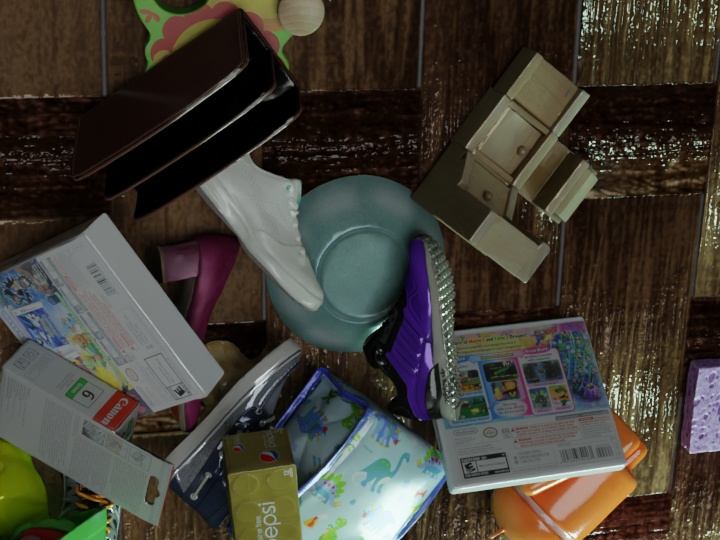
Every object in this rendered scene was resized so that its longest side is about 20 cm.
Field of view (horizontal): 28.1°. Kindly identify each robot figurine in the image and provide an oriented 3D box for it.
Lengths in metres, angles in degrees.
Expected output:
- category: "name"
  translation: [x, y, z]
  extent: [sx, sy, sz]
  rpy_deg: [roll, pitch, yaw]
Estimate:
- category: "robot figurine"
  translation: [0.231, 0.245, 1.638]
  extent: [0.200, 0.144, 0.117]
  rpy_deg: [-45, 97, 2]

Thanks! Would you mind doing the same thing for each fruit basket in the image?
- category: "fruit basket"
  translation: [-0.363, 0.267, 1.445]
  extent: [0.215, 0.155, 0.216]
  rpy_deg: [2, 98, 14]

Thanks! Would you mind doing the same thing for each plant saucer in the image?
- category: "plant saucer"
  translation: [0.000, 0.000, 1.536]
  extent: [0.200, 0.039, 0.202]
  rpy_deg: [-5, 109, -13]

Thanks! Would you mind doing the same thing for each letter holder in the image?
- category: "letter holder"
  translation: [-0.162, -0.132, 1.357]
  extent: [0.200, 0.142, 0.101]
  rpy_deg: [-32, 118, 12]

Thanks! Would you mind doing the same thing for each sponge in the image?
- category: "sponge"
  translation: [0.483, 0.157, 1.725]
  extent: [0.199, 0.030, 0.112]
  rpy_deg: [-2, 108, -14]

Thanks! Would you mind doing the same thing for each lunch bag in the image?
- category: "lunch bag"
  translation: [-0.029, 0.232, 1.541]
  extent: [0.170, 0.127, 0.200]
  rpy_deg: [37, 87, -40]

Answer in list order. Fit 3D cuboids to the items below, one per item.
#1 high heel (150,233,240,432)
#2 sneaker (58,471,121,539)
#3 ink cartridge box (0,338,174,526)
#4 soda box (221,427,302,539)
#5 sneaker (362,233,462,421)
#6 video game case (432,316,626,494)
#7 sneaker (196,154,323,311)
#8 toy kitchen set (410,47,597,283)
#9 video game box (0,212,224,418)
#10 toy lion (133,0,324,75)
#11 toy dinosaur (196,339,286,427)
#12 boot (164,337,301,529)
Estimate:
- category: "high heel"
  translation: [-0.158, 0.064, 1.483]
  extent: [0.096, 0.067, 0.201]
  rpy_deg: [-8, 101, -28]
- category: "sneaker"
  translation: [-0.283, 0.251, 1.522]
  extent: [0.078, 0.077, 0.201]
  rpy_deg: [4, 105, -14]
- category: "ink cartridge box"
  translation: [-0.267, 0.163, 1.438]
  extent: [0.200, 0.050, 0.109]
  rpy_deg: [28, 134, 9]
- category: "soda box"
  translation: [-0.094, 0.257, 1.430]
  extent: [0.068, 0.064, 0.200]
  rpy_deg: [-8, 120, -7]
- category: "sneaker"
  translation: [0.048, 0.064, 1.513]
  extent: [0.099, 0.070, 0.201]
  rpy_deg: [-4, 97, 15]
- category: "video game case"
  translation: [0.173, 0.144, 1.574]
  extent: [0.199, 0.182, 0.024]
  rpy_deg: [-6, 152, -13]
- category: "sneaker"
  translation: [-0.086, -0.052, 1.467]
  extent: [0.088, 0.075, 0.200]
  rpy_deg: [-39, 102, -9]
- category: "toy kitchen set"
  translation: [0.196, -0.090, 1.483]
  extent: [0.163, 0.180, 0.200]
  rpy_deg: [35, 94, -24]
- category: "video game box"
  translation: [-0.256, 0.057, 1.413]
  extent: [0.182, 0.047, 0.200]
  rpy_deg: [-21, 112, 37]
- category: "toy lion"
  translation: [-0.145, -0.239, 1.411]
  extent: [0.200, 0.069, 0.192]
  rpy_deg: [40, 102, -23]
- category: "toy dinosaur"
  translation: [-0.158, 0.127, 1.537]
  extent: [0.199, 0.058, 0.101]
  rpy_deg: [-13, 95, -6]
- category: "boot"
  translation: [-0.111, 0.167, 1.476]
  extent: [0.090, 0.073, 0.200]
  rpy_deg: [44, 96, 5]
